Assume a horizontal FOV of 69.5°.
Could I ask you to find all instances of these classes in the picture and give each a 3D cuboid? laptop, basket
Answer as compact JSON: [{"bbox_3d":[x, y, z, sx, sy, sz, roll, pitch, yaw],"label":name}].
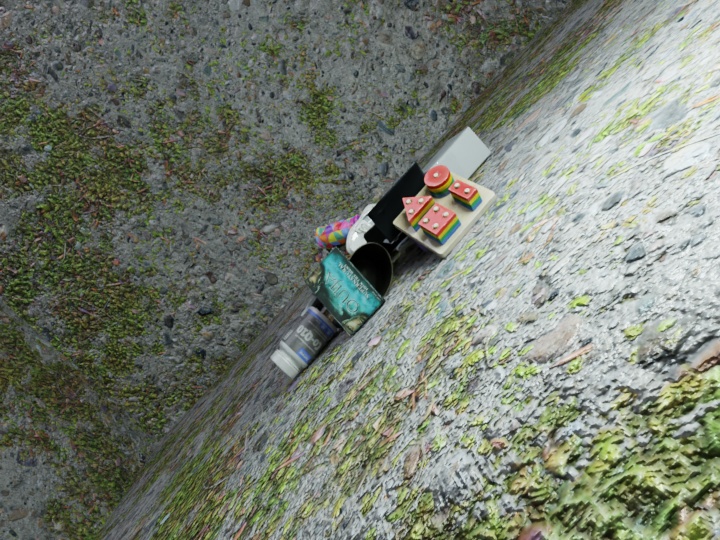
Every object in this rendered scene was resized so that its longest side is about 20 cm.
[{"bbox_3d":[0.106,-0.179,1.427,0.187,0.116,0.200,-46,8,-2],"label":"laptop"},{"bbox_3d":[0.010,0.017,1.526,0.200,0.133,0.184,161,125,-82],"label":"basket"},{"bbox_3d":[0.087,-0.123,1.592,0.177,0.104,0.200,-43,7,-5],"label":"laptop"}]

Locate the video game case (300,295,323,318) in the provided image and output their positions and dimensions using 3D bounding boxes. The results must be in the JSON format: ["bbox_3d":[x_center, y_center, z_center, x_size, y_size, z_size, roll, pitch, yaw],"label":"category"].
[{"bbox_3d":[-0.178,0.147,1.993,0.145,0.018,0.201,98,-163,-48],"label":"video game case"}]

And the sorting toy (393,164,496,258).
[{"bbox_3d":[0.194,-0.164,1.285,0.200,0.070,0.198,-48,45,-4],"label":"sorting toy"}]

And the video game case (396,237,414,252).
[{"bbox_3d":[0.213,-0.156,1.678,0.183,0.023,0.199,-52,9,-32],"label":"video game case"}]

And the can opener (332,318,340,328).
[{"bbox_3d":[-0.038,0.141,1.510,0.054,0.066,0.200,-60,0,-16],"label":"can opener"}]

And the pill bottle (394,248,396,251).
[{"bbox_3d":[0.072,-0.104,1.832,0.116,0.116,0.200,-50,8,-28],"label":"pill bottle"}]

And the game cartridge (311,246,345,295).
[{"bbox_3d":[-0.079,0.025,1.847,0.203,0.128,0.038,-67,6,-30],"label":"game cartridge"}]

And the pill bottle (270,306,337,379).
[{"bbox_3d":[-0.173,0.220,1.569,0.201,0.114,0.114,-49,9,-12],"label":"pill bottle"}]

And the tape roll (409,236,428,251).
[{"bbox_3d":[0.216,-0.154,1.444,0.200,0.085,0.200,-45,8,8],"label":"tape roll"}]

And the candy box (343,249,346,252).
[{"bbox_3d":[-0.050,0.005,1.930,0.201,0.117,0.056,-51,14,-23],"label":"candy box"}]

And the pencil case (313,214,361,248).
[{"bbox_3d":[-0.072,-0.140,1.847,0.197,0.090,0.089,-11,27,31],"label":"pencil case"}]

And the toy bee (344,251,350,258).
[{"bbox_3d":[0.000,0.000,1.751,0.199,0.129,0.111,10,80,68],"label":"toy bee"}]

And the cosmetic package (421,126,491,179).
[{"bbox_3d":[0.310,-0.357,1.779,0.201,0.123,0.199,-49,8,-5],"label":"cosmetic package"}]

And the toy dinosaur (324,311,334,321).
[{"bbox_3d":[-0.139,0.200,1.753,0.199,0.061,0.106,-40,-15,12],"label":"toy dinosaur"}]

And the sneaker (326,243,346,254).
[{"bbox_3d":[-0.066,-0.122,1.923,0.199,0.085,0.075,-37,14,34],"label":"sneaker"}]

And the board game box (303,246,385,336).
[{"bbox_3d":[-0.045,0.056,1.402,0.135,0.200,0.028,-45,-13,9],"label":"board game box"}]

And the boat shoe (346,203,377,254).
[{"bbox_3d":[0.014,-0.144,1.739,0.069,0.070,0.203,-21,41,64],"label":"boat shoe"}]
